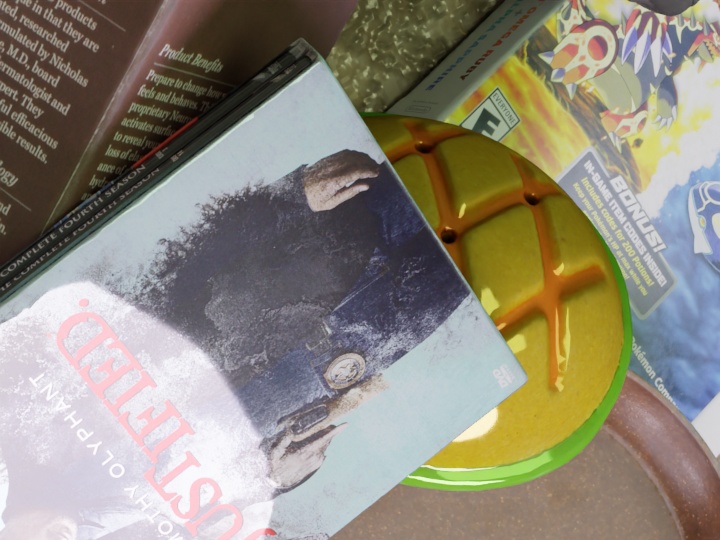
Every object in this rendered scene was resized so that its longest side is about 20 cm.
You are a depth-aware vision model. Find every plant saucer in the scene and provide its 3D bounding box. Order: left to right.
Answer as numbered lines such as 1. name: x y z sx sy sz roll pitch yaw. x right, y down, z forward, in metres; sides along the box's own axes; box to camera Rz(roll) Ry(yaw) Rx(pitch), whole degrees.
1. plant saucer: 0.046 0.121 0.807 0.200 0.034 0.201 0 80 -2

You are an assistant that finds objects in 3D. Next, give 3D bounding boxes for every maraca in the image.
1. maraca: 0.000 0.000 0.757 0.200 0.107 0.137 25 60 0

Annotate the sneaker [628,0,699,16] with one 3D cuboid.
1. sneaker: 0.032 -0.138 0.783 0.200 0.066 0.091 34 88 -13

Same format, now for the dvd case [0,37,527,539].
1. dvd case: -0.059 0.044 0.651 0.200 0.022 0.146 -37 125 -4

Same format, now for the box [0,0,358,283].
1. box: -0.088 -0.034 0.675 0.200 0.075 0.100 -59 155 10

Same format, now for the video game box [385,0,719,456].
1. video game box: 0.128 -0.042 0.876 0.182 0.047 0.200 -47 117 -21
